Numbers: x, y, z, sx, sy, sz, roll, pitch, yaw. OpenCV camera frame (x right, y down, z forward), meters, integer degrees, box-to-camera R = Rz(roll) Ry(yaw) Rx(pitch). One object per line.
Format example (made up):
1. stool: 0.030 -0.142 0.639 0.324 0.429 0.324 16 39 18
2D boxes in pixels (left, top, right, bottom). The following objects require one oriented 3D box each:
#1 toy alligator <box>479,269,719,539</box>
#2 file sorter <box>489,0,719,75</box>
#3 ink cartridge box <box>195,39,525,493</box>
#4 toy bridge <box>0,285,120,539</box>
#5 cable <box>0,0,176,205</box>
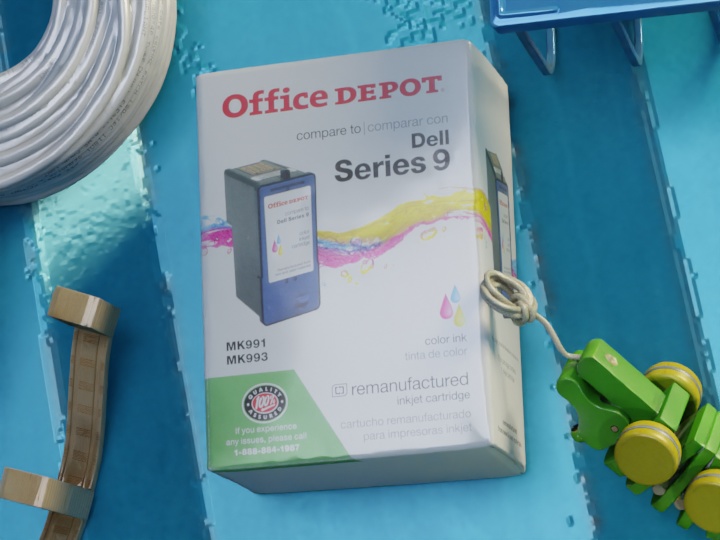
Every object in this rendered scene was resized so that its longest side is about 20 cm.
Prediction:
1. toy alligator: 0.128 0.074 1.177 0.199 0.059 0.054 35 128 -2
2. file sorter: 0.167 -0.175 1.199 0.198 0.123 0.140 -5 76 13
3. ink cartridge box: 0.000 0.000 1.226 0.144 0.087 0.202 -5 75 14
4. toy bridge: -0.155 0.112 1.252 0.027 0.067 0.202 12 83 17
5. cable: -0.195 -0.133 1.317 0.199 0.069 0.201 27 87 18
